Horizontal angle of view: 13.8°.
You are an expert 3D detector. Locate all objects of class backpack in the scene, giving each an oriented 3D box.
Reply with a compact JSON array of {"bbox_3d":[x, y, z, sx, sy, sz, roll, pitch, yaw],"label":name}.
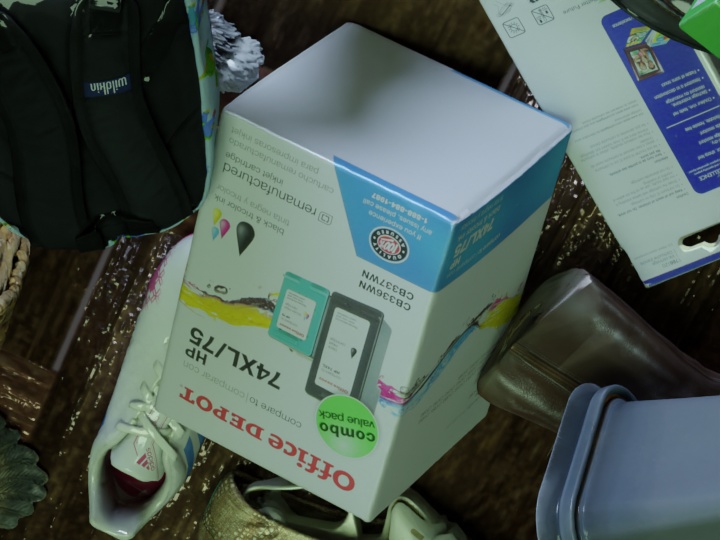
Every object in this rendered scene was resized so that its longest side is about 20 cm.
[{"bbox_3d":[-0.143,-0.099,1.521,0.163,0.154,0.200,-15,126,1],"label":"backpack"}]

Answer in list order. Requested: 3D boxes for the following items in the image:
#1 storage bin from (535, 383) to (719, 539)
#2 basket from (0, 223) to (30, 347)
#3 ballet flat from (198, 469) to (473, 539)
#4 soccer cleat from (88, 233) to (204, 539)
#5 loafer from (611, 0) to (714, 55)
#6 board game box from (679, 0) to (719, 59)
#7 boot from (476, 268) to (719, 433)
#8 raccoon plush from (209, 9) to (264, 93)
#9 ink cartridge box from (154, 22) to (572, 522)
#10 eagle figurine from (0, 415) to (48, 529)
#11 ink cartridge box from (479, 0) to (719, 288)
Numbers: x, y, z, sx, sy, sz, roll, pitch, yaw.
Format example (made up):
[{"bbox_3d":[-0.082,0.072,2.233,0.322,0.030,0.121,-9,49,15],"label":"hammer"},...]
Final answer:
[{"bbox_3d":[0.202,0.156,1.587,0.134,0.146,0.200,-12,129,34],"label":"storage bin"},{"bbox_3d":[-0.278,0.032,1.697,0.143,0.200,0.149,26,119,-4],"label":"basket"},{"bbox_3d":[0.002,0.159,1.785,0.200,0.071,0.065,9,107,4],"label":"ballet flat"},{"bbox_3d":[-0.111,0.073,1.747,0.070,0.086,0.200,21,122,1],"label":"soccer cleat"},{"bbox_3d":[0.141,-0.179,1.515,0.200,0.072,0.073,38,87,-6],"label":"loafer"},{"bbox_3d":[0.280,-0.124,1.510,0.200,0.153,0.040,37,157,-10],"label":"board game box"},{"bbox_3d":[0.126,0.101,1.683,0.200,0.064,0.186,28,111,-32],"label":"boot"},{"bbox_3d":[-0.139,-0.153,1.594,0.200,0.134,0.097,31,120,-5],"label":"raccoon plush"},{"bbox_3d":[0.000,0.000,1.626,0.147,0.146,0.200,26,124,18],"label":"ink cartridge box"},{"bbox_3d":[-0.309,0.154,1.822,0.200,0.151,0.152,10,111,20],"label":"eagle figurine"},{"bbox_3d":[0.153,-0.094,1.618,0.099,0.039,0.200,-22,111,22],"label":"ink cartridge box"}]
